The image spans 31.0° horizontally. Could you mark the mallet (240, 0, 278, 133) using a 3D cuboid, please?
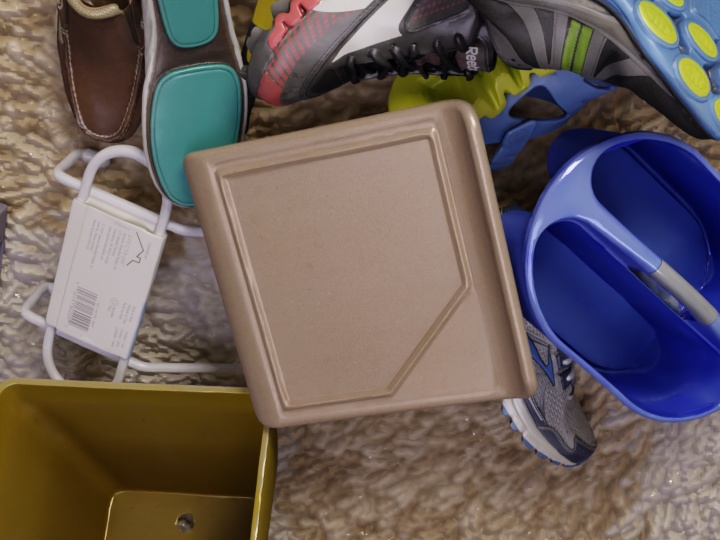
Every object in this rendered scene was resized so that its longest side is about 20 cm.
[{"bbox_3d":[-0.066,-0.164,0.804,0.065,0.041,0.201,34,138,0],"label":"mallet"}]

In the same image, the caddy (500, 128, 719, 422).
[{"bbox_3d":[0.173,0.002,0.793,0.199,0.105,0.142,38,90,-24],"label":"caddy"}]

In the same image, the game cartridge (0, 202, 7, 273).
[{"bbox_3d":[-0.335,0.026,0.972,0.128,0.038,0.202,17,118,6],"label":"game cartridge"}]

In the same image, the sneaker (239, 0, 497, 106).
[{"bbox_3d":[0.027,-0.143,0.751,0.199,0.071,0.099,-31,77,3],"label":"sneaker"}]

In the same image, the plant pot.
[{"bbox_3d":[-0.150,0.203,0.922,0.197,0.203,0.177,1,158,10],"label":"plant pot"}]

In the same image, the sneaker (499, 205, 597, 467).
[{"bbox_3d":[0.121,0.045,0.878,0.084,0.077,0.201,-26,110,15],"label":"sneaker"}]

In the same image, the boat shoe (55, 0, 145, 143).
[{"bbox_3d":[-0.166,-0.171,0.821,0.074,0.075,0.205,8,117,6],"label":"boat shoe"}]

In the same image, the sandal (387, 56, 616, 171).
[{"bbox_3d":[0.117,-0.123,0.805,0.198,0.080,0.087,-24,146,13],"label":"sandal"}]

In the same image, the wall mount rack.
[{"bbox_3d":[-0.142,0.005,0.908,0.172,0.075,0.202,23,118,3],"label":"wall mount rack"}]

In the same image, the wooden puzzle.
[{"bbox_3d":[0.000,0.000,0.797,0.197,0.037,0.187,-7,107,24],"label":"wooden puzzle"}]

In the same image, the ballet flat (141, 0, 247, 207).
[{"bbox_3d":[-0.108,-0.140,0.809,0.068,0.070,0.202,4,122,8],"label":"ballet flat"}]

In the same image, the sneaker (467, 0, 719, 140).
[{"bbox_3d":[0.118,-0.136,0.686,0.198,0.071,0.083,32,149,-6],"label":"sneaker"}]
